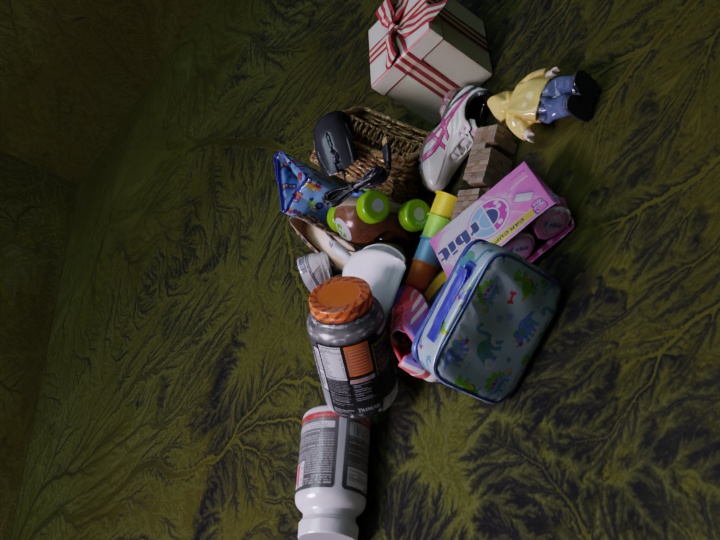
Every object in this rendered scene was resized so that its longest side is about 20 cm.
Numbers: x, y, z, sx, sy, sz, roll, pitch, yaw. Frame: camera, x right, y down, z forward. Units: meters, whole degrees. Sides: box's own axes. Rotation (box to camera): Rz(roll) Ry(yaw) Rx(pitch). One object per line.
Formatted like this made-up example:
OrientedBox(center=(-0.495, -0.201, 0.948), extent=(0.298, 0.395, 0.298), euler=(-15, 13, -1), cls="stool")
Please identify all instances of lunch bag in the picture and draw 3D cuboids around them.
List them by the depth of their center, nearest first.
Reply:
OrientedBox(center=(0.171, 0.068, 1.164), extent=(0.202, 0.159, 0.082), euler=(-63, 31, 5), cls="lunch bag")
OrientedBox(center=(-0.098, -0.174, 1.755), extent=(0.094, 0.149, 0.201), euler=(-52, 33, 19), cls="lunch bag")

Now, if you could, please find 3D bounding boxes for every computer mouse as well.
OrientedBox(center=(-0.019, -0.214, 1.442), extent=(0.139, 0.046, 0.202), euler=(-20, 56, 20), cls="computer mouse")

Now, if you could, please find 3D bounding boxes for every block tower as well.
OrientedBox(center=(0.196, -0.130, 1.368), extent=(0.058, 0.054, 0.203), euler=(1, 70, 57), cls="block tower")

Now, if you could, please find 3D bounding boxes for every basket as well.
OrientedBox(center=(0.024, -0.223, 1.542), extent=(0.199, 0.142, 0.150), euler=(29, 94, 25), cls="basket")

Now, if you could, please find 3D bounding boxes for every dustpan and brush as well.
OrientedBox(center=(0.000, 0.000, 1.406), extent=(0.199, 0.057, 0.141), euler=(34, 116, 33), cls="dustpan and brush")

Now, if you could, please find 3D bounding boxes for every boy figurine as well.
OrientedBox(center=(0.273, -0.256, 1.330), extent=(0.199, 0.064, 0.126), euler=(1, 70, 58), cls="boy figurine")

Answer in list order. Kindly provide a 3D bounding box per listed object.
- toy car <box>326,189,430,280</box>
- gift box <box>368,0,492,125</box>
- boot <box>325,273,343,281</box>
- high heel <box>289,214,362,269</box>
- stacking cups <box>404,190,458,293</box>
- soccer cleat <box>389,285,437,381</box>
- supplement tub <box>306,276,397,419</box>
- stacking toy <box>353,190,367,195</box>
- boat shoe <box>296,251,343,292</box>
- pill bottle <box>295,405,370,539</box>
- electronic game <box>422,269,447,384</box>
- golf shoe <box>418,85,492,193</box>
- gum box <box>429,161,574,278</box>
OrientedBox(center=(0.023, -0.022, 1.484), extent=(0.164, 0.156, 0.203), euler=(169, 108, -65), cls="toy car")
OrientedBox(center=(0.125, -0.419, 1.552), extent=(0.200, 0.185, 0.186), euler=(-42, 38, 34), cls="gift box")
OrientedBox(center=(-0.023, 0.121, 1.498), extent=(0.155, 0.071, 0.201), euler=(56, 153, 27), cls="boot")
OrientedBox(center=(-0.059, -0.038, 1.608), extent=(0.072, 0.141, 0.200), euler=(-57, 32, 13), cls="high heel")
OrientedBox(center=(0.114, -0.031, 1.423), extent=(0.060, 0.060, 0.202), euler=(25, 91, 59), cls="stacking cups")
OrientedBox(center=(0.074, 0.087, 1.315), extent=(0.069, 0.072, 0.201), euler=(-57, 30, 28), cls="soccer cleat")
OrientedBox(center=(-0.014, 0.118, 1.312), extent=(0.121, 0.202, 0.123), euler=(-8, 31, 5), cls="supplement tub")
OrientedBox(center=(0.019, -0.160, 1.652), extent=(0.202, 0.085, 0.085), euler=(-59, 31, -3), cls="stacking toy")
OrientedBox(center=(-0.054, 0.022, 1.549), extent=(0.065, 0.201, 0.073), euler=(-21, 56, 7), cls="boat shoe")
OrientedBox(center=(-0.045, 0.329, 1.356), extent=(0.115, 0.115, 0.202), euler=(-30, 45, 43), cls="pill bottle")
OrientedBox(center=(0.144, 0.077, 1.315), extent=(0.199, 0.041, 0.202), euler=(-36, 41, 39), cls="electronic game")
OrientedBox(center=(0.164, -0.230, 1.470), extent=(0.092, 0.072, 0.202), euler=(9, 76, 57), cls="golf shoe")
OrientedBox(center=(0.209, -0.057, 1.251), extent=(0.199, 0.066, 0.114), euler=(-40, 38, 15), cls="gum box")
